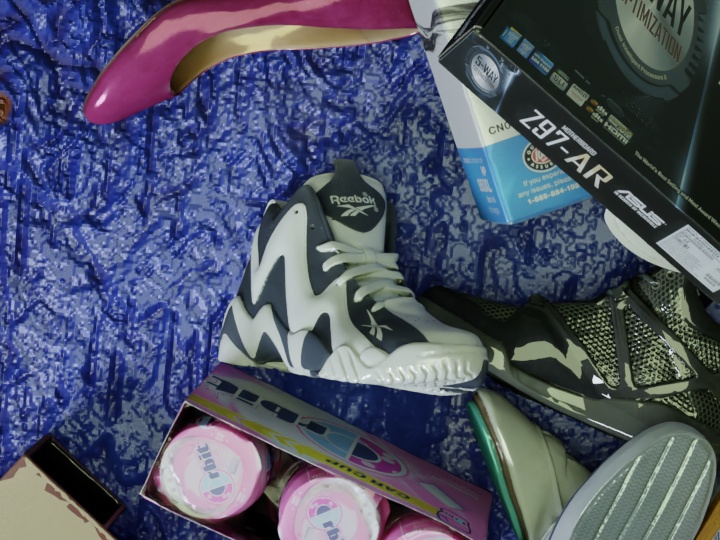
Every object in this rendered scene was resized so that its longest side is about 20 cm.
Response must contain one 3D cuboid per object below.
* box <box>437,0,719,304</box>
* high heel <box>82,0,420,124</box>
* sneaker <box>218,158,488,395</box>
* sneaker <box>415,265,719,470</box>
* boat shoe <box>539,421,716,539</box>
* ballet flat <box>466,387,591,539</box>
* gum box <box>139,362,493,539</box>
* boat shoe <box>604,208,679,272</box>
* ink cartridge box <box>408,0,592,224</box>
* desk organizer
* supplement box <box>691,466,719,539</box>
[{"bbox_3d":[0.160,-0.105,1.120,0.200,0.044,0.160,41,60,-8],"label":"box"},{"bbox_3d":[-0.064,-0.125,1.250,0.200,0.067,0.096,-37,82,7],"label":"high heel"},{"bbox_3d":[0.000,0.000,1.228,0.079,0.199,0.130,9,87,-35],"label":"sneaker"},{"bbox_3d":[0.134,0.031,1.253,0.199,0.076,0.114,22,85,13],"label":"sneaker"},{"bbox_3d":[0.124,0.163,1.215,0.074,0.067,0.200,31,99,-20],"label":"boat shoe"},{"bbox_3d":[0.118,0.155,1.279,0.069,0.069,0.200,-15,104,9],"label":"ballet flat"},{"bbox_3d":[-0.017,0.135,1.263,0.200,0.114,0.066,25,100,2],"label":"gum box"},{"bbox_3d":[0.217,-0.028,1.198,0.202,0.072,0.060,18,66,-31],"label":"boat shoe"},{"bbox_3d":[0.110,-0.142,1.209,0.145,0.084,0.200,-19,95,-5],"label":"ink cartridge box"},{"bbox_3d":[-0.152,0.198,1.311,0.200,0.072,0.077,43,98,-1],"label":"desk organizer"},{"bbox_3d":[0.222,0.152,1.194,0.067,0.200,0.069,31,105,1],"label":"supplement box"}]
